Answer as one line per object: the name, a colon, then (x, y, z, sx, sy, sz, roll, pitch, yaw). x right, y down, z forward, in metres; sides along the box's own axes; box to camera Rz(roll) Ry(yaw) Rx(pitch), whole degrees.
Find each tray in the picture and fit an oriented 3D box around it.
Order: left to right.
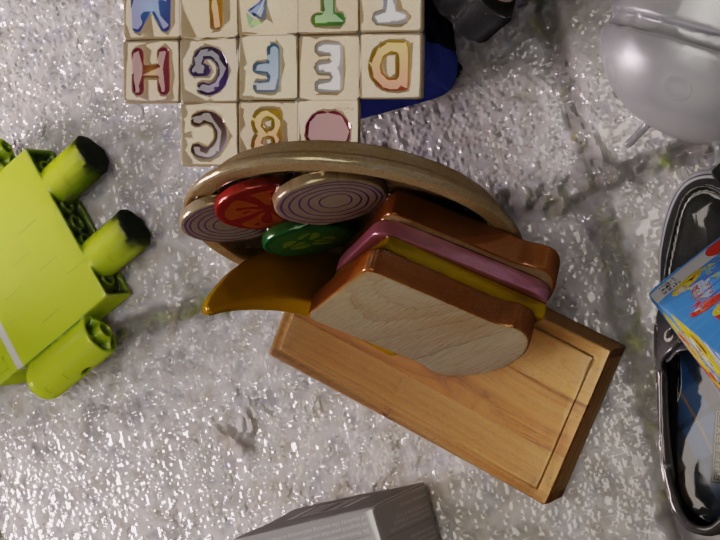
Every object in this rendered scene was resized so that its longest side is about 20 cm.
tray: (0.047, 0.048, 0.871, 0.199, 0.037, 0.099, 27, 102, 24)

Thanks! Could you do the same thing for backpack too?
backpack: (-0.039, -0.193, 0.837, 0.161, 0.168, 0.202, -11, 84, 15)

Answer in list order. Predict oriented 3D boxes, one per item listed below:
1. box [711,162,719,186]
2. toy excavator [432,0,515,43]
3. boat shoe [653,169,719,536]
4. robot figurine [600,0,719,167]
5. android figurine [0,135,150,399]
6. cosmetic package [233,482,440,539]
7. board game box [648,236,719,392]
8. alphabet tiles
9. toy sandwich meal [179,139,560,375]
box: (0.297, -0.016, 0.698, 0.148, 0.124, 0.200, -43, 72, 21)
toy excavator: (0.058, -0.255, 0.804, 0.200, 0.195, 0.100, 48, 126, -8)
boat shoe: (0.187, 0.046, 0.784, 0.069, 0.066, 0.202, 4, 93, 26)
robot figurine: (0.193, -0.152, 0.750, 0.170, 0.112, 0.201, 36, 111, 63)
android figurine: (-0.239, 0.001, 1.008, 0.199, 0.041, 0.183, -35, 77, 21)
cosmetic package: (0.006, 0.240, 0.870, 0.106, 0.090, 0.202, -16, 87, 25)
board game box: (0.228, 0.086, 0.660, 0.056, 0.196, 0.200, -37, 96, 5)
alphabet tiles: (-0.047, -0.154, 0.747, 0.165, 0.006, 0.202, 2, 95, 16)
toy sandwich meal: (0.000, 0.000, 0.776, 0.204, 0.205, 0.071, -3, 67, 26)
